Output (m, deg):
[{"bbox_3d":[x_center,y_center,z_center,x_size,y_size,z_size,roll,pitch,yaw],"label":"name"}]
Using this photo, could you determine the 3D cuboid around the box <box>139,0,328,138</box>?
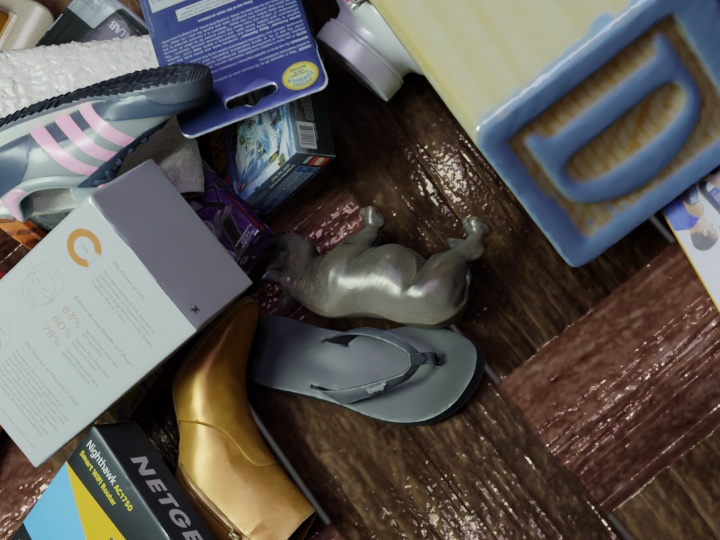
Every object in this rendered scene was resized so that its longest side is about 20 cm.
[{"bbox_3d":[-0.104,-0.201,1.484,0.120,0.032,0.201,-19,69,3],"label":"box"}]

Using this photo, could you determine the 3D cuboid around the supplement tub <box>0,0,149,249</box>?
[{"bbox_3d":[-0.237,-0.122,1.594,0.122,0.123,0.200,40,89,27],"label":"supplement tub"}]

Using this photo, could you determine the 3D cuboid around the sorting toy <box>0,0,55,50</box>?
[{"bbox_3d":[-0.387,-0.180,1.717,0.199,0.036,0.186,24,82,25],"label":"sorting toy"}]

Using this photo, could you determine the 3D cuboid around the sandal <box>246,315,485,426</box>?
[{"bbox_3d":[-0.004,0.074,1.485,0.198,0.043,0.077,3,74,21],"label":"sandal"}]

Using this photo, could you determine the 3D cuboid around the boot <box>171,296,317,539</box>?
[{"bbox_3d":[-0.086,0.138,1.480,0.143,0.071,0.202,33,98,20],"label":"boot"}]

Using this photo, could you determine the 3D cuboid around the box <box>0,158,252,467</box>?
[{"bbox_3d":[-0.200,0.033,1.459,0.200,0.097,0.125,-39,91,31],"label":"box"}]

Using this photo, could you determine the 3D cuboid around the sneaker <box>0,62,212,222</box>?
[{"bbox_3d":[-0.189,-0.096,1.448,0.198,0.070,0.083,-15,106,22],"label":"sneaker"}]

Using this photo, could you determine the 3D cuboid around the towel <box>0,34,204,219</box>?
[{"bbox_3d":[-0.224,-0.112,1.512,0.198,0.034,0.134,-7,83,5],"label":"towel"}]

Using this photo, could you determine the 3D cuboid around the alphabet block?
[{"bbox_3d":[0.148,-0.161,1.400,0.195,0.197,0.201,-35,50,5],"label":"alphabet block"}]

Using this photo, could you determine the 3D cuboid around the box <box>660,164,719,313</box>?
[{"bbox_3d":[0.298,-0.020,1.405,0.118,0.041,0.201,-31,63,9],"label":"box"}]

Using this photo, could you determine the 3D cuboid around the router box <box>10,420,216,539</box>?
[{"bbox_3d":[-0.170,0.235,1.455,0.200,0.051,0.150,51,120,25],"label":"router box"}]

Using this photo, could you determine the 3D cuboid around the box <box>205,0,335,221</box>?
[{"bbox_3d":[-0.080,-0.152,1.549,0.137,0.040,0.202,-37,56,51],"label":"box"}]

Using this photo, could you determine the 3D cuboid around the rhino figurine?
[{"bbox_3d":[0.000,0.000,1.491,0.198,0.060,0.088,5,58,24],"label":"rhino figurine"}]

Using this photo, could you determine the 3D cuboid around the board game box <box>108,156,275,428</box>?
[{"bbox_3d":[-0.163,0.011,1.543,0.120,0.032,0.201,45,109,31],"label":"board game box"}]

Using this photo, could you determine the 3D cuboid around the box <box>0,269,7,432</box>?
[{"bbox_3d":[-0.343,0.088,1.569,0.095,0.100,0.202,13,77,34],"label":"box"}]

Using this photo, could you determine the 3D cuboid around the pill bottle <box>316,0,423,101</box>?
[{"bbox_3d":[0.057,-0.233,1.525,0.112,0.112,0.200,39,89,27],"label":"pill bottle"}]

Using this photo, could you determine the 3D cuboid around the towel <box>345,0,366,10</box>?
[{"bbox_3d":[0.015,-0.298,1.505,0.146,0.030,0.201,-39,40,12],"label":"towel"}]
